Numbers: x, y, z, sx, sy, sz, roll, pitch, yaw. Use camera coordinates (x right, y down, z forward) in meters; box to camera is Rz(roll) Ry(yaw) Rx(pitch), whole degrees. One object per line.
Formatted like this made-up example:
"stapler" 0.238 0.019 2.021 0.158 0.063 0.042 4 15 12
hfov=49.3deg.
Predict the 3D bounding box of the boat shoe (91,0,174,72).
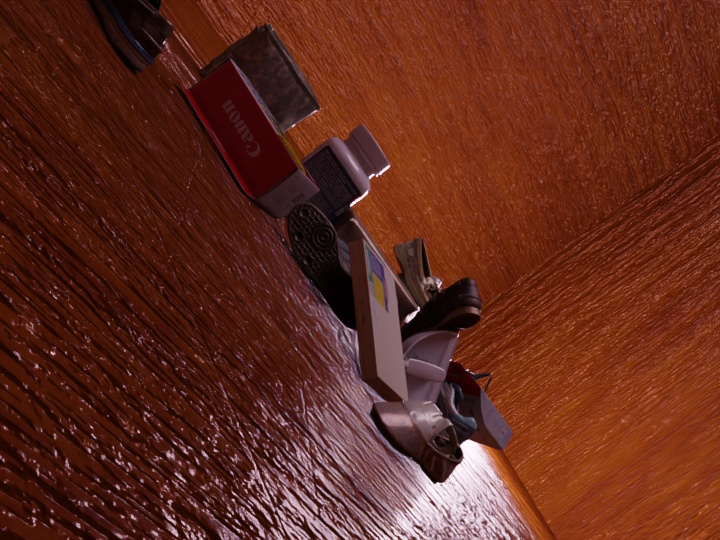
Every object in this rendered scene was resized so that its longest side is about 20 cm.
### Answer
"boat shoe" -0.263 -0.311 0.895 0.202 0.072 0.072 58 4 25

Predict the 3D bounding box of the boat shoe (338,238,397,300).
"boat shoe" -0.025 0.021 1.237 0.200 0.073 0.068 46 -39 27

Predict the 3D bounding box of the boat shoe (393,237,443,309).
"boat shoe" 0.118 0.015 1.487 0.074 0.062 0.202 55 11 -51

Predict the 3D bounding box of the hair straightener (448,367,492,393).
"hair straightener" 0.176 0.204 1.454 0.077 0.041 0.198 50 -31 -21

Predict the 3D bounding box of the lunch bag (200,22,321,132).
"lunch bag" -0.200 -0.372 1.552 0.201 0.162 0.119 53 9 -42

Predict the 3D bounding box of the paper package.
"paper package" 0.000 0.000 1.401 0.201 0.103 0.191 54 4 -13

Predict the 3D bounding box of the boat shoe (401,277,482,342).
"boat shoe" 0.133 0.078 1.314 0.069 0.199 0.072 15 58 -30

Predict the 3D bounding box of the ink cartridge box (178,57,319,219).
"ink cartridge box" -0.160 -0.194 1.145 0.202 0.083 0.176 57 4 11

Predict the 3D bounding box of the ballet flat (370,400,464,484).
"ballet flat" 0.075 0.195 0.948 0.069 0.067 0.200 57 4 39

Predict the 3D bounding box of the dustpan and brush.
"dustpan and brush" 0.075 0.147 1.221 0.197 0.142 0.057 20 1 -31

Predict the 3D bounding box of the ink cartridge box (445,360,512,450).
"ink cartridge box" 0.163 0.231 1.403 0.159 0.048 0.201 7 -37 52

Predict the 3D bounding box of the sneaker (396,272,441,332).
"sneaker" 0.074 0.060 1.545 0.091 0.200 0.076 37 -42 13

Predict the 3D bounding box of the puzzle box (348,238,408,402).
"puzzle box" 0.025 0.074 1.089 0.133 0.025 0.204 49 31 -57

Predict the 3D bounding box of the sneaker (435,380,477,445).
"sneaker" 0.130 0.214 1.347 0.202 0.086 0.078 58 5 29

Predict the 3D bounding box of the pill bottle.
"pill bottle" -0.050 -0.161 1.381 0.121 0.198 0.120 54 4 -6

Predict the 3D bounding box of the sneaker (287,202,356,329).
"sneaker" -0.051 -0.002 1.149 0.203 0.070 0.075 62 -10 -3
